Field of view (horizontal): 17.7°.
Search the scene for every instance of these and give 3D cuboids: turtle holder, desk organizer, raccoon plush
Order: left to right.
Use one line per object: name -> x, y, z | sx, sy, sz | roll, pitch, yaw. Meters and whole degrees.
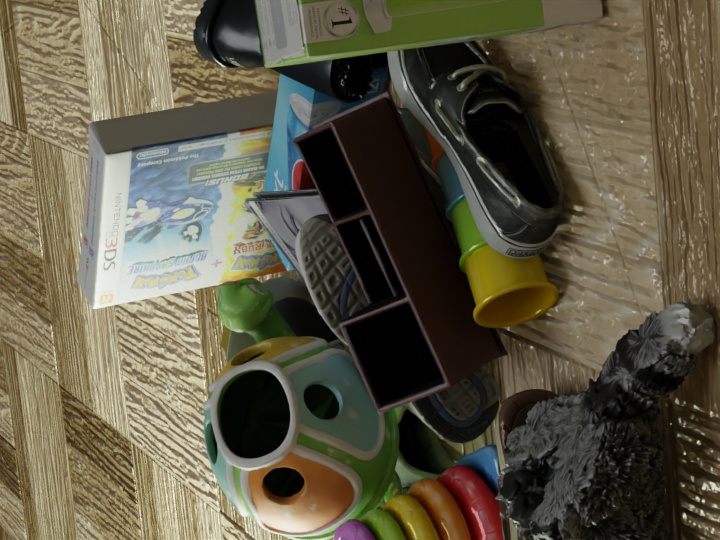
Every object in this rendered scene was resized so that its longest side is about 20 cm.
turtle holder -> -0.047, 0.100, 1.687 | 0.132, 0.141, 0.186 | 34, -118, -60
desk organizer -> 0.016, -0.011, 1.575 | 0.072, 0.077, 0.200 | -22, 94, 35
raccoon plush -> 0.181, 0.124, 1.403 | 0.200, 0.134, 0.097 | -42, 37, 30

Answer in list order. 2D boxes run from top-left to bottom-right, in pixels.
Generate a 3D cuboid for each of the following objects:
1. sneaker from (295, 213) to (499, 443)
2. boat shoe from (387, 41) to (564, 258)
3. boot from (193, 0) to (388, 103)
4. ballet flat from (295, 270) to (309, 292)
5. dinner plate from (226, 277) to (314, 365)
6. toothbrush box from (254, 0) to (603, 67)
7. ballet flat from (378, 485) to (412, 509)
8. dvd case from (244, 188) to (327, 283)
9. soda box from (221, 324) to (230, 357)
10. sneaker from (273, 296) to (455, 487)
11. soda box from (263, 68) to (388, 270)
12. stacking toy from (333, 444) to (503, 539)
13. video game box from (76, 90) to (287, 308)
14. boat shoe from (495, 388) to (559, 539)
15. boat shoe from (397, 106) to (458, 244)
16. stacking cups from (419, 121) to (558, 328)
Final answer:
sneaker -> 0.015, 0.044, 1.672 | 0.200, 0.075, 0.087 | 54, 165, -14
boat shoe -> 0.082, -0.106, 1.537 | 0.200, 0.071, 0.064 | 62, 155, 23
boot -> -0.023, -0.228, 1.736 | 0.168, 0.076, 0.200 | 16, 78, 40
ballet flat -> -0.009, -0.038, 1.810 | 0.062, 0.067, 0.200 | 54, 149, 35
dinner plate -> -0.043, 0.103, 1.848 | 0.024, 0.200, 0.200 | -10, 89, 31
toothbrush box -> 0.035, -0.210, 1.415 | 0.086, 0.200, 0.146 | -179, 80, -70
ballet flat -> 0.036, 0.247, 1.787 | 0.074, 0.074, 0.200 | -133, 34, -56
dvd case -> 0.000, 0.000, 1.737 | 0.149, 0.016, 0.200 | 54, 159, -18
soda box -> -0.059, 0.107, 2.009 | 0.068, 0.064, 0.200 | 101, 152, -44
sneaker -> 0.008, 0.094, 1.785 | 0.200, 0.074, 0.089 | 52, 142, 0
soda box -> -0.031, -0.097, 1.840 | 0.200, 0.064, 0.068 | 100, 152, -43
stacking toy -> 0.021, 0.207, 1.644 | 0.110, 0.200, 0.116 | 137, 117, -66
video game box -> -0.134, -0.060, 1.935 | 0.182, 0.200, 0.047 | 102, 149, -46
boat shoe -> 0.130, 0.180, 1.549 | 0.075, 0.075, 0.203 | 146, 120, -83
boat shoe -> 0.050, -0.041, 1.650 | 0.073, 0.062, 0.200 | 104, 148, -43
stacking cups -> 0.078, -0.059, 1.584 | 0.061, 0.060, 0.200 | 112, 146, -55
